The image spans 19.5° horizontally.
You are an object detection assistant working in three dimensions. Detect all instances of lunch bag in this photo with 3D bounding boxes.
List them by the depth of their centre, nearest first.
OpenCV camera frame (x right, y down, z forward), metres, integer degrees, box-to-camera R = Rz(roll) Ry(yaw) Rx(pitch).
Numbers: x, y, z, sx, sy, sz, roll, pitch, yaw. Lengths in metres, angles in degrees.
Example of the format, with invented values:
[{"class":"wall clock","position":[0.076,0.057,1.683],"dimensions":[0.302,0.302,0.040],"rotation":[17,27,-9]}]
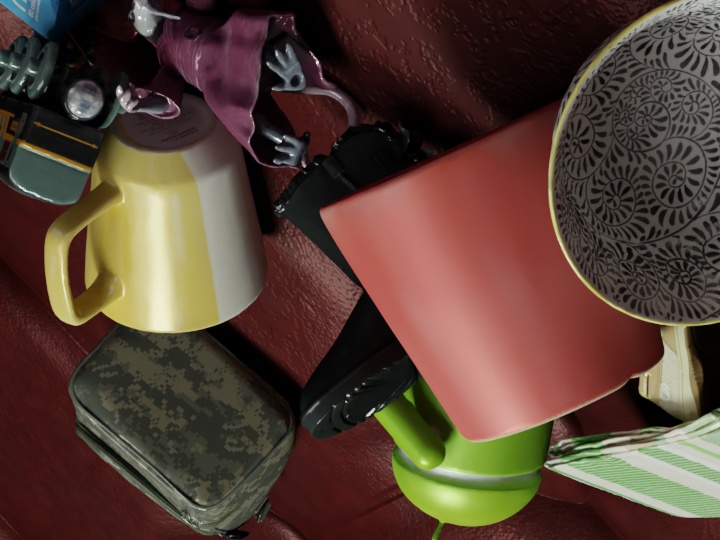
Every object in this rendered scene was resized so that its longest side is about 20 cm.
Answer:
[{"class":"lunch bag","position":[-0.159,0.144,1.909],"dimensions":[0.200,0.139,0.168],"rotation":[39,164,10]}]

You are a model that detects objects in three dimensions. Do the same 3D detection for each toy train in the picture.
[{"class":"toy train","position":[-0.243,-0.115,1.610],"dimensions":[0.085,0.114,0.200],"rotation":[23,180,-23]},{"class":"toy train","position":[-0.279,-0.240,1.674],"dimensions":[0.200,0.046,0.034],"rotation":[54,147,-15]}]

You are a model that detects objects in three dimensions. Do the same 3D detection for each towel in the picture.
[{"class":"towel","position":[0.245,0.139,1.475],"dimensions":[0.152,0.023,0.200],"rotation":[23,156,-26]}]

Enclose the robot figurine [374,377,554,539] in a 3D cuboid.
[{"class":"robot figurine","position":[0.086,0.097,1.539],"dimensions":[0.115,0.175,0.201],"rotation":[16,107,31]}]

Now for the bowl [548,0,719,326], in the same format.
[{"class":"bowl","position":[0.188,-0.077,1.233],"dimensions":[0.201,0.200,0.094],"rotation":[61,176,-25]}]

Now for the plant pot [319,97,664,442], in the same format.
[{"class":"plant pot","position":[0.095,0.001,1.338],"dimensions":[0.200,0.200,0.178],"rotation":[-19,95,56]}]

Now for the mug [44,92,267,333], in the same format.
[{"class":"mug","position":[-0.153,-0.044,1.646],"dimensions":[0.149,0.187,0.153],"rotation":[6,129,7]}]

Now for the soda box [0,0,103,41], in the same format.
[{"class":"soda box","position":[-0.224,-0.263,1.568],"dimensions":[0.068,0.064,0.200],"rotation":[39,149,9]}]

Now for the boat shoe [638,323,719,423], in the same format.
[{"class":"boat shoe","position":[0.207,0.030,1.402],"dimensions":[0.066,0.074,0.200],"rotation":[18,140,28]}]

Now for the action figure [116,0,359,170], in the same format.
[{"class":"action figure","position":[-0.100,-0.163,1.543],"dimensions":[0.149,0.134,0.200],"rotation":[15,-168,-46]}]

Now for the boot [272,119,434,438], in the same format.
[{"class":"boot","position":[-0.001,0.000,1.471],"dimensions":[0.163,0.198,0.073],"rotation":[49,177,19]}]
